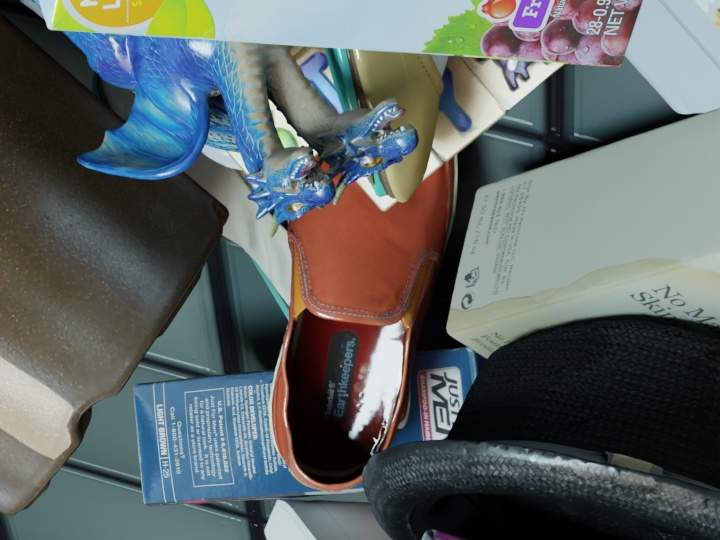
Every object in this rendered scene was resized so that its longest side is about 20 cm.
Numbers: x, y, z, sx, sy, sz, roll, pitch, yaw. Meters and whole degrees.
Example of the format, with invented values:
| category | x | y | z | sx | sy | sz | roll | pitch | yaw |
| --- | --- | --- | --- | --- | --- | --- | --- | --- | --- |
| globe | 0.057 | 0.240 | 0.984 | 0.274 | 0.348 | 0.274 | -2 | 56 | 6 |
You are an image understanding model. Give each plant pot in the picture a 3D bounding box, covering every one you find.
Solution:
| category | x | y | z | sx | sy | sz | roll | pitch | yaw |
| --- | --- | --- | --- | --- | --- | --- | --- | --- | --- |
| plant pot | -0.172 | -0.020 | 1.096 | 0.198 | 0.200 | 0.200 | 35 | 145 | -8 |

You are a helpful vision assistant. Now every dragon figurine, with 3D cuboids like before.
| category | x | y | z | sx | sy | sz | roll | pitch | yaw |
| --- | --- | --- | --- | --- | --- | --- | --- | --- | --- |
| dragon figurine | -0.066 | -0.065 | 0.983 | 0.200 | 0.059 | 0.100 | 2 | 107 | 46 |

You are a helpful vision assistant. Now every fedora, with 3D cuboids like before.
| category | x | y | z | sx | sy | sz | roll | pitch | yaw |
| --- | --- | --- | --- | --- | --- | --- | --- | --- | --- |
| fedora | 0.106 | 0.077 | 1.087 | 0.200 | 0.092 | 0.201 | 15 | 156 | 7 |

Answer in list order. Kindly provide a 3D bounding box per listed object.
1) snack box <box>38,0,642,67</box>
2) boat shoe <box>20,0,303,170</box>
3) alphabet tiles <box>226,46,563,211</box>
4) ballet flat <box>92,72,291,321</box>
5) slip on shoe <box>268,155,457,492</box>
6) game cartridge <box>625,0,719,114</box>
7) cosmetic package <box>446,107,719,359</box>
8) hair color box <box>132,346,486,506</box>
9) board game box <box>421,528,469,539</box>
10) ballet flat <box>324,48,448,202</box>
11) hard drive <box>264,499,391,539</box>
| category | x | y | z | sx | sy | sz | roll | pitch | yaw |
| --- | --- | --- | --- | --- | --- | --- | --- | --- | --- |
| snack box | 0.007 | -0.153 | 0.873 | 0.200 | 0.068 | 0.169 | 2 | 126 | -19 |
| boat shoe | -0.087 | -0.126 | 1.087 | 0.200 | 0.070 | 0.071 | 43 | 119 | -1 |
| alphabet tiles | -0.023 | -0.124 | 1.020 | 0.166 | 0.006 | 0.200 | -38 | 95 | 30 |
| ballet flat | -0.036 | -0.037 | 1.198 | 0.069 | 0.070 | 0.200 | -5 | 141 | 36 |
| slip on shoe | 0.000 | 0.000 | 1.149 | 0.074 | 0.061 | 0.200 | 7 | 108 | -6 |
| game cartridge | 0.149 | -0.126 | 0.976 | 0.200 | 0.042 | 0.133 | -16 | 133 | 45 |
| cosmetic package | 0.140 | -0.003 | 1.097 | 0.103 | 0.073 | 0.200 | 30 | 151 | -31 |
| hair color box | 0.003 | 0.070 | 1.271 | 0.200 | 0.061 | 0.100 | -8 | 176 | 39 |
| board game box | 0.068 | 0.205 | 1.115 | 0.147 | 0.064 | 0.200 | 18 | 135 | 2 |
| ballet flat | 0.001 | -0.121 | 0.974 | 0.063 | 0.069 | 0.200 | -21 | 107 | 2 |
| hard drive | 0.070 | 0.151 | 1.257 | 0.200 | 0.132 | 0.026 | 6 | 117 | -36 |
